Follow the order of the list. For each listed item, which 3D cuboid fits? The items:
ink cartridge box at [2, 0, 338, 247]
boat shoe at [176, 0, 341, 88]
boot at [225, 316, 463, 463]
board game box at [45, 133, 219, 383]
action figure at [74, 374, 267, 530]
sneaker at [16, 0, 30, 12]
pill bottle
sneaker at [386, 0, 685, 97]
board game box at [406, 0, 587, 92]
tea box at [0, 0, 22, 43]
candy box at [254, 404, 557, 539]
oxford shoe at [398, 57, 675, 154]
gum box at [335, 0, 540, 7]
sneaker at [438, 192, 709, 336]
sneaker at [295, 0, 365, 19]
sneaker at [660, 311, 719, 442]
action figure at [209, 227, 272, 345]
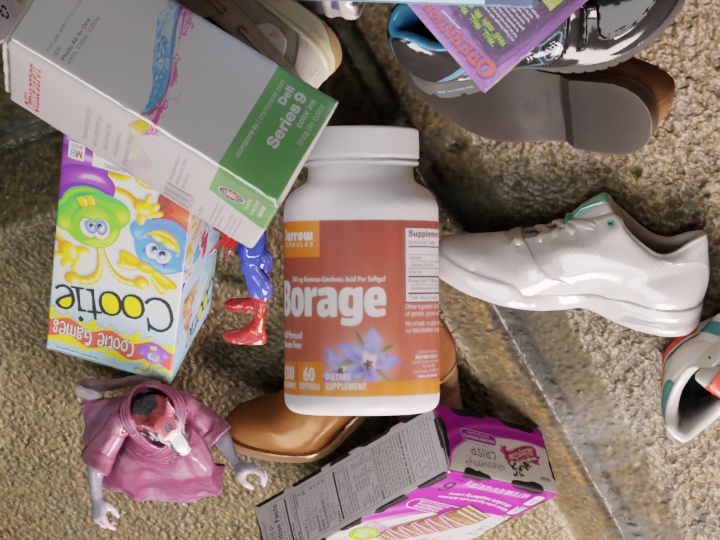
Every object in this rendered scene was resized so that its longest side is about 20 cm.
[{"bbox_3d":[-0.127,-0.112,1.336,0.200,0.088,0.145,30,167,-3],"label":"ink cartridge box"},{"bbox_3d":[-0.109,-0.178,1.403,0.200,0.065,0.072,34,155,12],"label":"boat shoe"},{"bbox_3d":[-0.027,0.065,1.571,0.199,0.077,0.156,-6,124,18],"label":"boot"},{"bbox_3d":[-0.164,-0.034,1.527,0.103,0.105,0.201,15,127,6],"label":"board game box"},{"bbox_3d":[-0.151,0.120,1.580,0.133,0.149,0.200,-9,161,-10],"label":"action figure"},{"bbox_3d":[-0.175,-0.156,1.451,0.199,0.092,0.076,16,128,6],"label":"sneaker"},{"bbox_3d":[0.000,0.000,1.452,0.112,0.112,0.201,-1,89,18],"label":"pill bottle"},{"bbox_3d":[0.113,-0.164,1.317,0.199,0.073,0.082,-18,159,17],"label":"sneaker"},{"bbox_3d":[0.056,-0.224,1.266,0.120,0.032,0.200,-40,91,14],"label":"board game box"},{"bbox_3d":[-0.372,-0.216,1.414,0.196,0.134,0.201,-14,103,24],"label":"tea box"},{"bbox_3d":[0.034,0.181,1.606,0.200,0.061,0.136,-32,148,34],"label":"candy box"},{"bbox_3d":[0.120,-0.129,1.402,0.199,0.071,0.072,17,128,25],"label":"oxford shoe"},{"bbox_3d":[0.011,-0.247,1.234,0.199,0.045,0.171,4,103,11],"label":"gum box"},{"bbox_3d":[0.152,-0.017,1.475,0.199,0.075,0.089,10,114,3],"label":"sneaker"},{"bbox_3d":[-0.050,-0.252,1.353,0.082,0.075,0.201,0,125,15],"label":"sneaker"},{"bbox_3d":[0.282,0.050,1.457,0.070,0.094,0.200,35,127,-9],"label":"sneaker"},{"bbox_3d":[-0.082,-0.039,1.521,0.051,0.066,0.201,9,125,-2],"label":"action figure"}]
